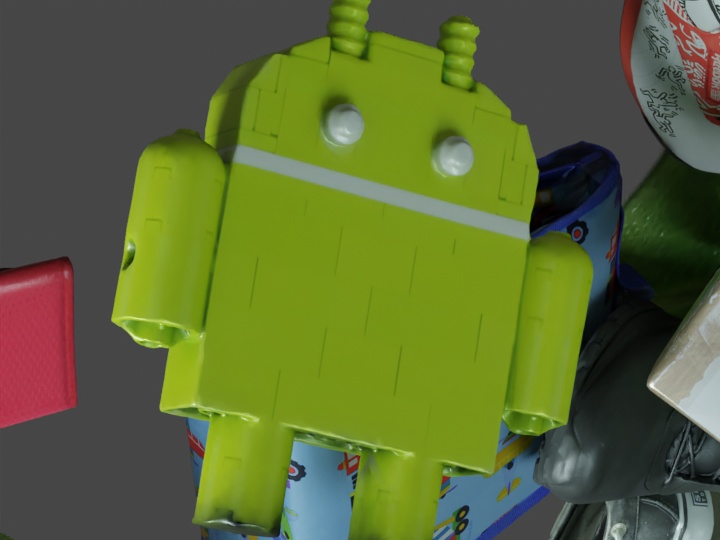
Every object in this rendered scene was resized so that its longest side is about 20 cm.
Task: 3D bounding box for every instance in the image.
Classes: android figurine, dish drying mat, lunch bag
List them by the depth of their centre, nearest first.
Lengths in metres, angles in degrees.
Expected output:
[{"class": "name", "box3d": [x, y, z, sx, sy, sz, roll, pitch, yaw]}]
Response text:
[{"class": "android figurine", "box3d": [0.000, 0.000, 0.969, 0.182, 0.041, 0.200, 16, 79, -26]}, {"class": "dish drying mat", "box3d": [-0.198, 0.046, 0.985, 0.200, 0.018, 0.077, -15, 135, -20]}, {"class": "lunch bag", "box3d": [0.036, 0.043, 1.087, 0.200, 0.094, 0.151, -25, 136, -23]}]

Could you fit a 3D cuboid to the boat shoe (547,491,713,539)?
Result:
[{"class": "boat shoe", "box3d": [0.092, 0.169, 1.250, 0.064, 0.071, 0.200, 2, 120, -34]}]

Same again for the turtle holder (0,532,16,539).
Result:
[{"class": "turtle holder", "box3d": [-0.186, 0.192, 1.064, 0.132, 0.141, 0.186, -1, 91, -50]}]

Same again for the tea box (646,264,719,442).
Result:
[{"class": "tea box", "box3d": [0.233, -0.018, 1.039, 0.200, 0.134, 0.197, -55, 176, 22]}]

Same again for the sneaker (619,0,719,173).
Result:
[{"class": "sneaker", "box3d": [0.147, -0.084, 1.008, 0.067, 0.108, 0.202, -23, 138, -11]}]

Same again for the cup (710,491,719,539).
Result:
[{"class": "cup", "box3d": [0.240, 0.158, 1.270, 0.200, 0.143, 0.201, -17, 136, -17]}]

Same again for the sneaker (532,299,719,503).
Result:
[{"class": "sneaker", "box3d": [0.146, 0.057, 1.114, 0.200, 0.091, 0.076, -19, 134, -50]}]
